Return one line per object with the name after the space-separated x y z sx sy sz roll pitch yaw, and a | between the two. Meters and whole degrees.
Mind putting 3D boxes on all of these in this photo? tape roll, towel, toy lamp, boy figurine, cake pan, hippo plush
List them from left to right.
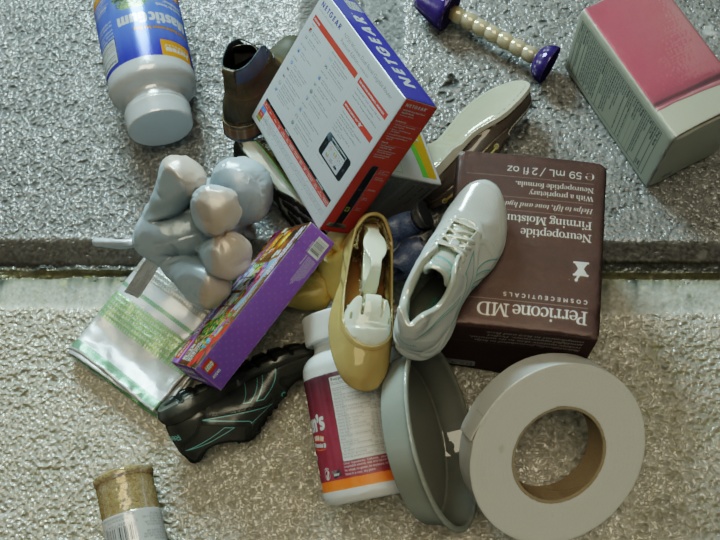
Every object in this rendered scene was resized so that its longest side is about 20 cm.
-0.233 0.056 1.137 0.149 0.031 0.201 32 74 13 | towel
-0.168 -0.046 1.109 0.160 0.200 0.160 53 36 6 | hippo plush
0.000 0.000 1.103 0.199 0.064 0.125 -28 99 16 | boy figurine
0.072 0.173 0.998 0.036 0.200 0.202 -15 67 21 | cake pan
0.161 -0.312 1.246 0.199 0.058 0.058 34 74 13 | toy lamp
0.200 0.186 1.000 0.201 0.037 0.205 -3 105 -13 | tape roll

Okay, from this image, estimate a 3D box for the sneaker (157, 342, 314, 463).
-0.127 0.146 1.087 0.199 0.075 0.080 -25 97 -12 | sneaker

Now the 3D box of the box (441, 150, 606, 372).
0.176 -0.002 1.066 0.164 0.164 0.202 6 69 5 | box

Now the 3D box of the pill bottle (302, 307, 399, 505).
-0.003 0.143 1.035 0.109 0.110 0.202 -11 78 -1 | pill bottle

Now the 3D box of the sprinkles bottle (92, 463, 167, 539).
-0.233 0.311 1.018 0.068 0.068 0.201 -16 69 -3 | sprinkles bottle

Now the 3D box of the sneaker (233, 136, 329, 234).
-0.066 -0.108 1.173 0.088 0.077 0.200 -39 74 -20 | sneaker

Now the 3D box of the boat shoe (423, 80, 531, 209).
0.143 -0.158 1.185 0.200 0.060 0.072 -43 32 -16 | boat shoe

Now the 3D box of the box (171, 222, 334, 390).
-0.122 0.038 1.061 0.039 0.137 0.200 41 74 -15 | box

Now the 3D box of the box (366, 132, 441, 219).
-0.002 -0.162 1.142 0.101 0.112 0.201 6 56 -42 | box

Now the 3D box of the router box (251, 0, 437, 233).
-0.025 -0.174 1.056 0.180 0.049 0.201 -53 50 30 | router box

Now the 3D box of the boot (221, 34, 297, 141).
-0.116 -0.259 1.194 0.074 0.097 0.201 13 50 14 | boot

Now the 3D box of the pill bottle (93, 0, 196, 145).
-0.271 -0.266 1.219 0.111 0.112 0.202 -15 69 -3 | pill bottle

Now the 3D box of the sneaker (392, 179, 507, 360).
0.093 -0.009 0.945 0.070 0.080 0.201 22 72 16 | sneaker

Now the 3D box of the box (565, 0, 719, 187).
0.353 -0.228 1.164 0.108 0.128 0.201 -26 71 -8 | box

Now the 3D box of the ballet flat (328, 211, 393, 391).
0.004 0.025 0.985 0.068 0.063 0.201 8 54 -12 | ballet flat
